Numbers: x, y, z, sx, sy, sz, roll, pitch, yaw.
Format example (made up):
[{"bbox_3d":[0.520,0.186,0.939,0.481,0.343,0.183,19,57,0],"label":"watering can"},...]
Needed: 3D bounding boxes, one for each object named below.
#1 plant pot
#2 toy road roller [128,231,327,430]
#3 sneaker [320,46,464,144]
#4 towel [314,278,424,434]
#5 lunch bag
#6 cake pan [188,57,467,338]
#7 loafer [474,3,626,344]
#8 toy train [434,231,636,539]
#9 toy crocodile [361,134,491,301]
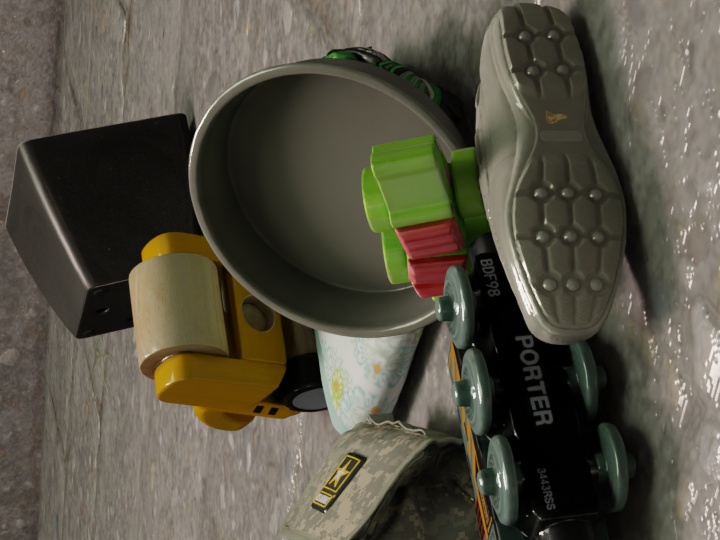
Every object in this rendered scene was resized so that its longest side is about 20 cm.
[{"bbox_3d":[-0.280,-0.039,1.960,0.179,0.198,0.200,67,155,20],"label":"plant pot"},{"bbox_3d":[-0.111,0.063,1.375,0.146,0.198,0.124,-36,54,42],"label":"toy road roller"},{"bbox_3d":[-0.002,-0.123,1.160,0.078,0.085,0.200,-57,22,-4],"label":"sneaker"},{"bbox_3d":[0.000,0.000,1.254,0.172,0.048,0.201,106,156,-45],"label":"towel"},{"bbox_3d":[0.015,0.195,1.107,0.164,0.116,0.203,173,101,-73],"label":"lunch bag"},{"bbox_3d":[-0.012,-0.049,1.085,0.037,0.198,0.202,-60,-13,-51],"label":"cake pan"},{"bbox_3d":[0.097,-0.047,0.909,0.070,0.069,0.202,108,163,-59],"label":"loafer"},{"bbox_3d":[0.087,0.080,0.925,0.114,0.084,0.202,97,164,-56],"label":"toy train"},{"bbox_3d":[0.042,-0.020,0.981,0.200,0.067,0.062,67,-164,-66],"label":"toy crocodile"}]
